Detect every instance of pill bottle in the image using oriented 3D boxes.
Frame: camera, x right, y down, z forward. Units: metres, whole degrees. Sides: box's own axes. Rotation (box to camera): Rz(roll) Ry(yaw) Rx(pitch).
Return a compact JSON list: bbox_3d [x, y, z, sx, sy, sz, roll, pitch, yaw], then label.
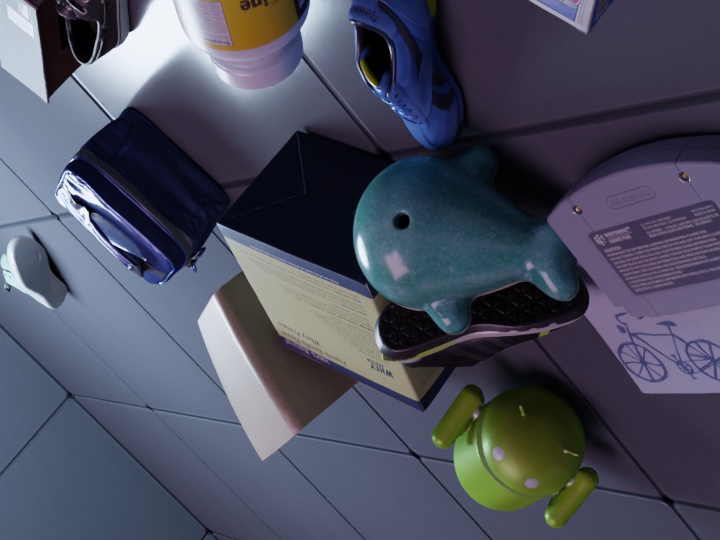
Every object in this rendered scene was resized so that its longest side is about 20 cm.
[{"bbox_3d":[-0.099,-0.239,1.063,0.111,0.112,0.201,29,156,24],"label":"pill bottle"}]

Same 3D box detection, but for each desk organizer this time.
[{"bbox_3d":[-0.342,-0.272,1.439,0.071,0.077,0.200,37,158,6],"label":"desk organizer"}]

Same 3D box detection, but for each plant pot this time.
[{"bbox_3d":[-0.075,0.072,1.527,0.178,0.199,0.200,50,158,3],"label":"plant pot"}]

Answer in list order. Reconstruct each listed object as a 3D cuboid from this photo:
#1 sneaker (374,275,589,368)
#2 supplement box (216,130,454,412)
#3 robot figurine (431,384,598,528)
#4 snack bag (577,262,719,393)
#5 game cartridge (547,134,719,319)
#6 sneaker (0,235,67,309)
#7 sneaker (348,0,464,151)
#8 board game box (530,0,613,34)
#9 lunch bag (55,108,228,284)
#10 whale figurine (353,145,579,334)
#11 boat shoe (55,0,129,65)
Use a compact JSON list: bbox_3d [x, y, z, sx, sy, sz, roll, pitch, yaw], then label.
[{"bbox_3d":[0.108,0.042,1.192,0.197,0.073,0.083,-12,152,17],"label":"sneaker"},{"bbox_3d":[0.000,0.000,1.324,0.199,0.135,0.201,22,152,36],"label":"supplement box"},{"bbox_3d":[0.169,0.191,1.439,0.175,0.116,0.200,37,157,1],"label":"robot figurine"},{"bbox_3d":[0.247,0.029,1.135,0.200,0.021,0.188,50,156,-15],"label":"snack bag"},{"bbox_3d":[0.233,-0.031,0.996,0.134,0.042,0.199,53,150,-12],"label":"game cartridge"},{"bbox_3d":[-0.602,-0.008,2.356,0.117,0.074,0.201,23,156,21],"label":"sneaker"},{"bbox_3d":[0.030,-0.153,1.066,0.065,0.079,0.201,24,155,29],"label":"sneaker"},{"bbox_3d":[0.082,-0.265,0.796,0.195,0.056,0.201,34,157,16],"label":"board game box"},{"bbox_3d":[-0.263,-0.074,1.614,0.200,0.133,0.136,42,158,-5],"label":"lunch bag"},{"bbox_3d":[0.085,-0.028,1.111,0.198,0.161,0.104,11,176,25],"label":"whale figurine"},{"bbox_3d":[-0.277,-0.274,1.344,0.070,0.066,0.200,36,158,8],"label":"boat shoe"}]
